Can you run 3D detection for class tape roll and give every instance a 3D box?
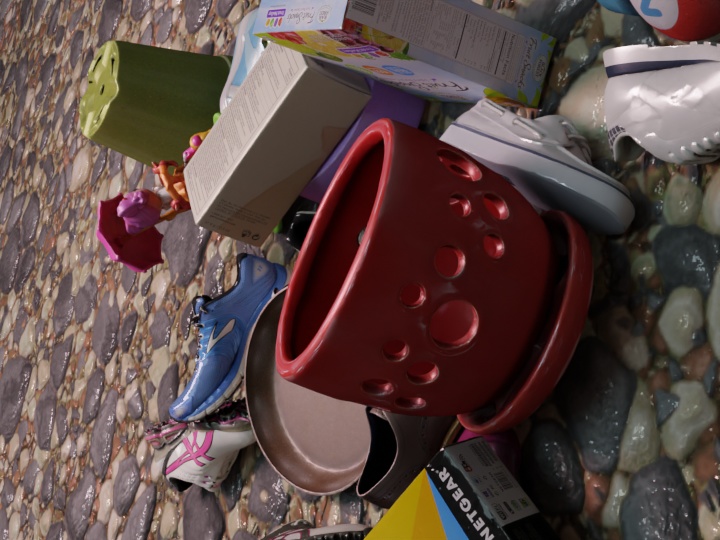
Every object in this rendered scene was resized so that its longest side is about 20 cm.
[{"bbox_3d":[-0.019,-0.166,1.170,0.200,0.066,0.201,-32,47,43],"label":"tape roll"}]

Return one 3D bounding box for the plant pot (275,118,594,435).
[{"bbox_3d":[0.056,0.016,0.842,0.201,0.182,0.201,-61,13,25],"label":"plant pot"}]

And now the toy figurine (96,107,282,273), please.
[{"bbox_3d":[-0.199,-0.074,1.256,0.150,0.184,0.200,58,169,12],"label":"toy figurine"}]

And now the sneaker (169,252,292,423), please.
[{"bbox_3d":[-0.152,0.070,1.239,0.200,0.089,0.079,-60,12,-8],"label":"sneaker"}]

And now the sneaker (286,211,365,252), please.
[{"bbox_3d":[0.000,0.000,1.063,0.200,0.087,0.076,31,102,51],"label":"sneaker"}]

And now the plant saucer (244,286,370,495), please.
[{"bbox_3d":[-0.037,0.110,1.098,0.200,0.032,0.201,0,91,47],"label":"plant saucer"}]

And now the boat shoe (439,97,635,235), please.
[{"bbox_3d":[0.141,-0.090,0.894,0.065,0.074,0.200,-51,45,-6],"label":"boat shoe"}]

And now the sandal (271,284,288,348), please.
[{"bbox_3d":[-0.061,0.022,1.187,0.079,0.059,0.207,12,88,60],"label":"sandal"}]

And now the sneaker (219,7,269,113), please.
[{"bbox_3d":[-0.098,-0.232,1.331,0.130,0.079,0.201,-24,59,55],"label":"sneaker"}]

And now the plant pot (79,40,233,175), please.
[{"bbox_3d":[-0.240,-0.201,1.442,0.200,0.189,0.201,-31,52,51],"label":"plant pot"}]

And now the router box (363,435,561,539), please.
[{"bbox_3d":[0.089,0.240,0.801,0.200,0.051,0.149,52,125,27],"label":"router box"}]

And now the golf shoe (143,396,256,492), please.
[{"bbox_3d":[-0.160,0.196,1.287,0.200,0.072,0.092,-20,92,49],"label":"golf shoe"}]

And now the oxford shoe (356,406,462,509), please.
[{"bbox_3d":[0.049,0.103,0.961,0.071,0.073,0.201,11,87,60],"label":"oxford shoe"}]

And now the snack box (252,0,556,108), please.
[{"bbox_3d":[0.035,-0.198,0.981,0.169,0.199,0.068,18,94,60],"label":"snack box"}]

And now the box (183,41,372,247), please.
[{"bbox_3d":[-0.083,-0.130,1.113,0.200,0.078,0.095,-50,38,28],"label":"box"}]

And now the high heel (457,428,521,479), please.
[{"bbox_3d":[0.070,0.202,0.920,0.200,0.067,0.096,-56,17,29],"label":"high heel"}]

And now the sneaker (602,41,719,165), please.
[{"bbox_3d":[0.236,-0.108,0.759,0.200,0.076,0.081,-166,79,-64],"label":"sneaker"}]

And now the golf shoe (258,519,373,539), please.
[{"bbox_3d":[-0.051,0.258,1.061,0.200,0.077,0.088,-27,23,33],"label":"golf shoe"}]

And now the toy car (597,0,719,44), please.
[{"bbox_3d":[0.194,-0.257,0.739,0.184,0.200,0.177,33,101,58],"label":"toy car"}]
